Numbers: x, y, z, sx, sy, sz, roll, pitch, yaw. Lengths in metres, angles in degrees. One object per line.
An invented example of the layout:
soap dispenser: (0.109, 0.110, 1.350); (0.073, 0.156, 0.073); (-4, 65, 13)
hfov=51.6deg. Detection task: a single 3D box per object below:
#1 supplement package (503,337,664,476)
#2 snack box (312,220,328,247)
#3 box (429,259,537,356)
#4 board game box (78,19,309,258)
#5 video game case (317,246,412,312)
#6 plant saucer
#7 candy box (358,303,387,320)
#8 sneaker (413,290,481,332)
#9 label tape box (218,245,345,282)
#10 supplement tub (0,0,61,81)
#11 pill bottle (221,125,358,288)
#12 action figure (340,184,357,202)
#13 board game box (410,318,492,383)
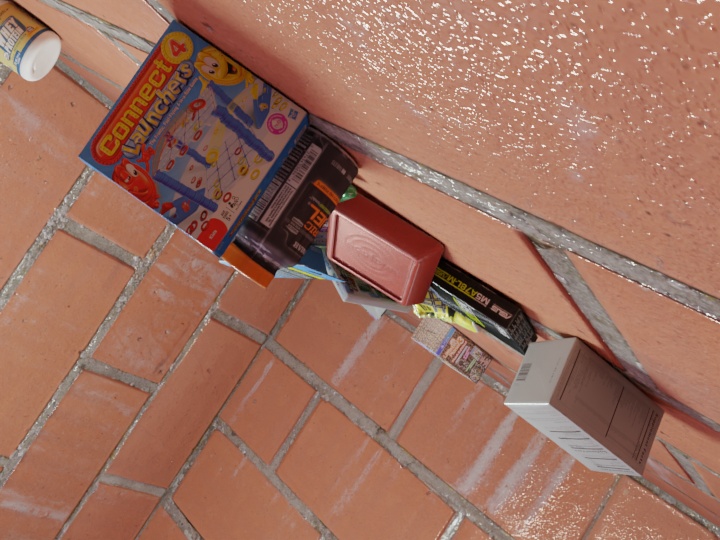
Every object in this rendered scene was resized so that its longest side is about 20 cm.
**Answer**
supplement package: (0.336, 0.206, 1.118); (0.199, 0.115, 0.109); (38, 157, -16)
snack box: (-0.103, -0.094, 1.349); (0.165, 0.069, 0.200); (5, 171, 11)
box: (0.195, 0.058, 1.252); (0.192, 0.048, 0.200); (36, 177, 27)
board game box: (-0.194, -0.155, 0.888); (0.194, 0.202, 0.056); (33, 175, 1)
video game case: (0.000, 0.000, 1.495); (0.198, 0.022, 0.184); (14, -142, -47)
plant saucer: (0.024, -0.029, 1.181); (0.198, 0.037, 0.201); (32, 153, 11)
candy box: (0.009, 0.012, 1.651); (0.167, 0.072, 0.200); (42, -169, 1)
sneaker: (0.147, 0.067, 1.444); (0.198, 0.077, 0.075); (33, 174, 16)
label tape box: (-0.139, -0.027, 1.374); (0.197, 0.065, 0.144); (2, 169, 31)
supplement tub: (-0.901, -0.606, 1.935); (0.198, 0.146, 0.145); (35, 176, -4)
pill bottle: (-0.096, -0.079, 0.962); (0.105, 0.202, 0.106); (34, 177, 2)
action figure: (-0.074, -0.125, 1.114); (0.054, 0.121, 0.198); (4, -172, -40)
board game box: (0.284, 0.241, 2.322); (0.199, 0.098, 0.159); (37, 176, -27)
